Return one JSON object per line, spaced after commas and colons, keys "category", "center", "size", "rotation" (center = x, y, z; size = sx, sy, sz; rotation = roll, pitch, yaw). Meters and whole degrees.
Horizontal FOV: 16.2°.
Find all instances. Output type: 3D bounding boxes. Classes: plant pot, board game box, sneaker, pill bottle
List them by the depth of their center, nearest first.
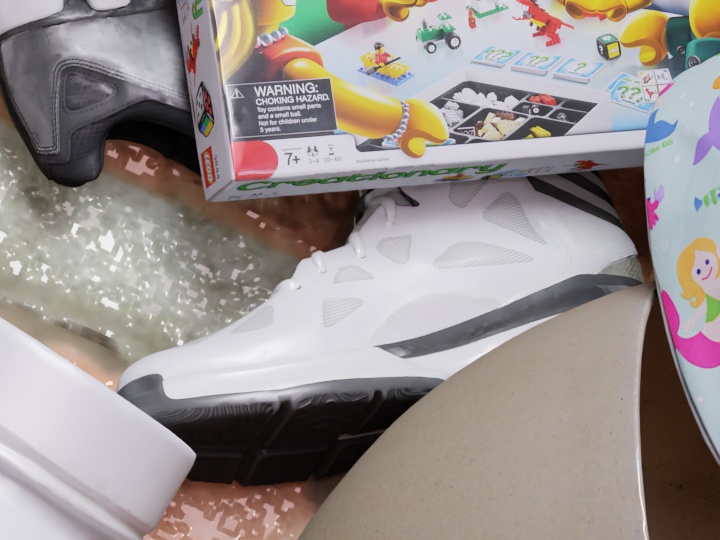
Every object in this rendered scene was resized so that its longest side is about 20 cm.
{"category": "pill bottle", "center": [-0.140, 0.112, 0.735], "size": [0.113, 0.114, 0.201], "rotation": [33, 83, -3]}
{"category": "plant pot", "center": [0.053, 0.114, 0.782], "size": [0.134, 0.200, 0.202], "rotation": [-12, 75, 20]}
{"category": "board game box", "center": [0.038, -0.094, 0.834], "size": [0.199, 0.035, 0.127], "rotation": [-6, 81, -21]}
{"category": "sneaker", "center": [0.000, 0.000, 0.854], "size": [0.199, 0.076, 0.116], "rotation": [-10, 68, -24]}
{"category": "sneaker", "center": [-0.032, -0.072, 0.864], "size": [0.199, 0.066, 0.091], "rotation": [-12, 87, -19]}

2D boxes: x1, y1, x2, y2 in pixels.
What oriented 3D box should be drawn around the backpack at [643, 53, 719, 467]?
{"category": "backpack", "center": [0.184, 0.000, 0.758], "size": [0.199, 0.150, 0.179], "rotation": [11, 62, -35]}
